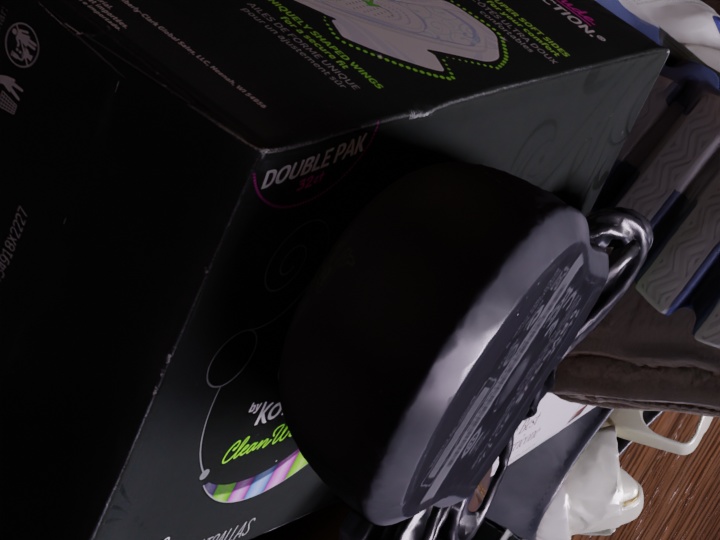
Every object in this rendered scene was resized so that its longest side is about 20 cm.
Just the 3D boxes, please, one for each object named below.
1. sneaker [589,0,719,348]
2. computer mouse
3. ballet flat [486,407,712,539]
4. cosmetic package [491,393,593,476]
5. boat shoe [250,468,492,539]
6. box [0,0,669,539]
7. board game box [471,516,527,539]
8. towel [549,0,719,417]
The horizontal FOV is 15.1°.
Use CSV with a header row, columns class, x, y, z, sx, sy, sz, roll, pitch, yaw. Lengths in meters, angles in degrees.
class,x,y,z,sx,sy,sz,roll,pitch,yaw
sneaker,0.090,-0.054,0.846,0.081,0.200,0.115,-48,159,20
computer mouse,0.016,0.021,0.684,0.139,0.053,0.200,-56,169,-3
ballet flat,0.116,0.073,1.244,0.200,0.073,0.073,-47,157,-16
cosmetic package,0.079,0.023,1.093,0.200,0.050,0.083,-25,143,-61
boat shoe,-0.009,0.091,0.842,0.200,0.070,0.071,-31,131,-57
box,-0.036,-0.020,0.741,0.200,0.124,0.149,-18,139,-53
board game box,0.013,0.154,1.091,0.136,0.028,0.200,-53,-174,-3
towel,0.120,-0.046,0.937,0.034,0.132,0.201,31,69,-43
